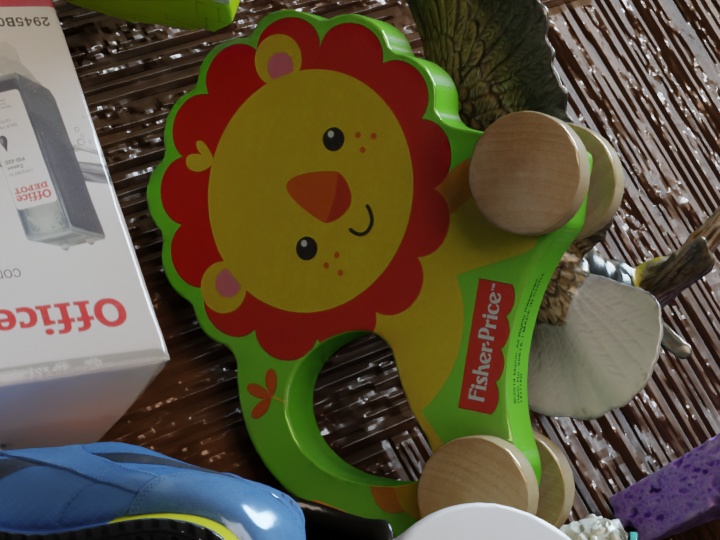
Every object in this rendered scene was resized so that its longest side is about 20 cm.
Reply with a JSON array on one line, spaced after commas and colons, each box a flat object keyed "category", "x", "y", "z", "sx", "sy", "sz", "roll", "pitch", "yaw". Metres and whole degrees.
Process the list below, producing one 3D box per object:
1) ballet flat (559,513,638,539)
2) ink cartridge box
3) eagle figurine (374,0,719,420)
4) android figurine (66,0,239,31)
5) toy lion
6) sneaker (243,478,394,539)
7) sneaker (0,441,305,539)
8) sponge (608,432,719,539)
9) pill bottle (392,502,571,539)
[{"category": "ballet flat", "x": 0.089, "y": 0.197, "z": 0.937, "sx": 0.071, "sy": 0.072, "sz": 0.201, "roll": 10, "pitch": 61, "yaw": -26}, {"category": "ink cartridge box", "x": -0.175, "y": -0.028, "z": 0.889, "sx": 0.145, "sy": 0.085, "sz": 0.201, "roll": -7, "pitch": 69, "yaw": -34}, {"category": "eagle figurine", "x": 0.050, "y": -0.030, "z": 1.005, "sx": 0.200, "sy": 0.151, "sz": 0.152, "roll": 41, "pitch": 59, "yaw": -18}, {"category": "android figurine", "x": -0.104, "y": -0.150, "z": 0.934, "sx": 0.181, "sy": 0.200, "sz": 0.041, "roll": 16, "pitch": 76, "yaw": 6}, {"category": "toy lion", "x": 0.000, "y": 0.000, "z": 0.943, "sx": 0.069, "sy": 0.190, "sz": 0.202, "roll": 2, "pitch": 97, "yaw": -67}, {"category": "sneaker", "x": -0.081, "y": 0.099, "z": 0.866, "sx": 0.199, "sy": 0.090, "sz": 0.070, "roll": 11, "pitch": 57, "yaw": -25}, {"category": "sneaker", "x": -0.115, "y": 0.091, "z": 0.809, "sx": 0.198, "sy": 0.066, "sz": 0.078, "roll": 4, "pitch": 18, "yaw": 15}, {"category": "sponge", "x": 0.216, "y": 0.068, "z": 1.050, "sx": 0.199, "sy": 0.112, "sz": 0.030, "roll": -15, "pitch": 72, "yaw": -37}, {"category": "pill bottle", "x": 0.004, "y": 0.163, "z": 0.807, "sx": 0.114, "sy": 0.200, "sz": 0.115, "roll": 14, "pitch": 56, "yaw": -22}]
